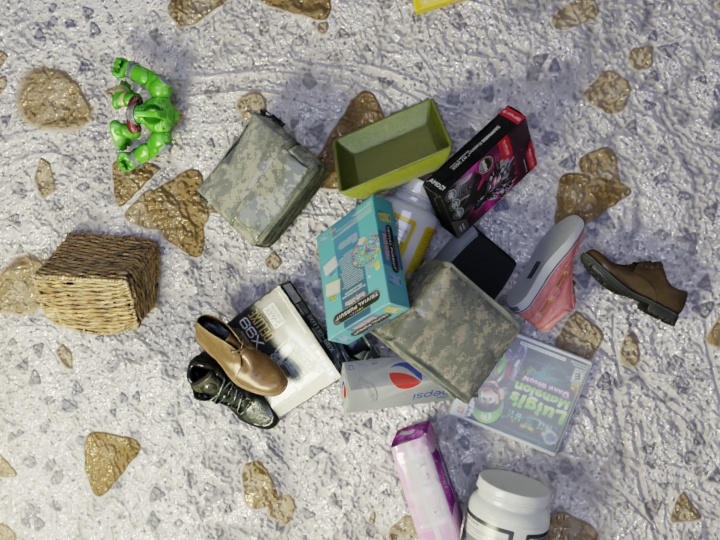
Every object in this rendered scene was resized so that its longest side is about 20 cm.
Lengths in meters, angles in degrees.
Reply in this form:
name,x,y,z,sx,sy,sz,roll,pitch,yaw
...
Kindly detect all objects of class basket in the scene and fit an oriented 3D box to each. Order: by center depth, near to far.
name,x,y,z,sx,sy,sz,roll,pitch,yaw
basket,-0.486,0.027,1.427,0.200,0.149,0.143,3,126,9

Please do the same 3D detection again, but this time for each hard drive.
name,x,y,z,sx,sy,sz,roll,pitch,yaw
hard drive,0.172,0.031,1.305,0.135,0.042,0.200,38,94,-20

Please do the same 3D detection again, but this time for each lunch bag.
name,x,y,z,sx,sy,sz,roll,pitch,yaw
lunch bag,0.149,0.101,1.226,0.200,0.118,0.164,40,82,-18
lunch bag,-0.175,-0.163,1.330,0.168,0.139,0.200,39,97,5

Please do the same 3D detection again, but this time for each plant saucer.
name,x,y,z,sx,sy,sz,roll,pitch,yaw
plant saucer,0.056,-0.200,1.289,0.200,0.200,0.048,-21,125,9

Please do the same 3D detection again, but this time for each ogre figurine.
name,x,y,z,sx,sy,sz,roll,pitch,yaw
ogre figurine,-0.399,-0.284,1.384,0.120,0.098,0.200,6,82,20

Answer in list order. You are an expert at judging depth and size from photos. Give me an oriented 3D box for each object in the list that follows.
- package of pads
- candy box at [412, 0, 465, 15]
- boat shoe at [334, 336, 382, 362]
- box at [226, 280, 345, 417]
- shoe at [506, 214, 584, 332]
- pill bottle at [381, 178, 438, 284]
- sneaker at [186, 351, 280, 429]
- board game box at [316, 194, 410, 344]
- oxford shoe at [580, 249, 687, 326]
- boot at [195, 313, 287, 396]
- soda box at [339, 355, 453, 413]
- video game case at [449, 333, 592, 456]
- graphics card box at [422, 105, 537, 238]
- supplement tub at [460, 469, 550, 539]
name,x,y,z,sx,sy,sz,roll,pitch,yaw
package of pads,0.118,0.375,1.315,0.076,0.121,0.200,-18,90,9
candy box,0.123,-0.563,1.324,0.102,0.026,0.200,-14,90,13
boat shoe,-0.003,0.157,1.354,0.073,0.062,0.200,-29,88,8
box,-0.138,0.143,1.366,0.158,0.050,0.200,-35,87,22
shoe,0.340,0.007,1.296,0.091,0.071,0.200,38,82,-20
pill bottle,0.068,-0.063,1.310,0.111,0.111,0.200,25,96,7
sneaker,-0.239,0.229,1.371,0.199,0.114,0.076,41,99,3
board game box,0.000,0.000,1.238,0.151,0.047,0.200,-33,53,38
oxford shoe,0.463,0.010,1.270,0.200,0.073,0.084,30,93,-9
boot,-0.213,0.148,1.317,0.200,0.075,0.074,35,65,10
soda box,0.068,0.191,1.297,0.200,0.063,0.068,-4,135,-13
video game case,0.282,0.208,1.331,0.200,0.023,0.182,21,96,7
graphics card box,0.203,-0.162,1.252,0.200,0.126,0.051,-41,53,-7
supplement tub,0.244,0.460,1.288,0.140,0.140,0.200,12,94,8
